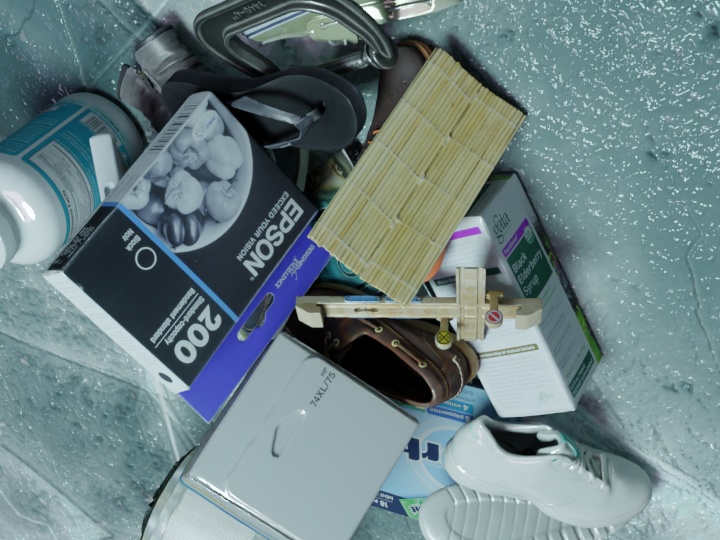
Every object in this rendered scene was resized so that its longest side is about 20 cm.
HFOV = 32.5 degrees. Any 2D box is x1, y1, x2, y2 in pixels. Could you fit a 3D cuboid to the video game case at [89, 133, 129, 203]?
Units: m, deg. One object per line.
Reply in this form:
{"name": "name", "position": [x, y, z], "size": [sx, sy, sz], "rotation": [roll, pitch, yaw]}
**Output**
{"name": "video game case", "position": [-0.201, -0.006, 1.124], "size": [0.023, 0.182, 0.200], "rotation": [-13, 165, -4]}

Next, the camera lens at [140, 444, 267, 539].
{"name": "camera lens", "position": [-0.129, 0.294, 1.357], "size": [0.200, 0.160, 0.160], "rotation": [25, 131, 12]}

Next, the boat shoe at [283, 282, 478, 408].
{"name": "boat shoe", "position": [0.003, 0.066, 1.092], "size": [0.200, 0.070, 0.070], "rotation": [17, 125, 33]}

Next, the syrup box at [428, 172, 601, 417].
{"name": "syrup box", "position": [0.127, 0.023, 1.072], "size": [0.081, 0.079, 0.200], "rotation": [-11, 116, 36]}

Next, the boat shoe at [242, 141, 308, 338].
{"name": "boat shoe", "position": [-0.091, -0.033, 1.110], "size": [0.075, 0.062, 0.200], "rotation": [20, 106, 36]}

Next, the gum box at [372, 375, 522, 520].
{"name": "gum box", "position": [0.075, 0.169, 1.230], "size": [0.170, 0.045, 0.200], "rotation": [12, 127, 23]}

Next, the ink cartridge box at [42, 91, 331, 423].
{"name": "ink cartridge box", "position": [-0.124, -0.007, 1.016], "size": [0.043, 0.198, 0.200], "rotation": [3, 142, 53]}

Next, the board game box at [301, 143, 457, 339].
{"name": "board game box", "position": [0.000, 0.000, 1.131], "size": [0.135, 0.028, 0.200], "rotation": [-33, 89, 41]}

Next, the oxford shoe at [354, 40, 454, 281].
{"name": "oxford shoe", "position": [0.031, -0.091, 0.997], "size": [0.071, 0.073, 0.200], "rotation": [-6, 82, 41]}

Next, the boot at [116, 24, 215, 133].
{"name": "boot", "position": [-0.176, -0.126, 1.158], "size": [0.132, 0.070, 0.200], "rotation": [41, 127, 7]}

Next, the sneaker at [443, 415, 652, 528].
{"name": "sneaker", "position": [0.181, 0.175, 1.115], "size": [0.200, 0.075, 0.089], "rotation": [13, 140, -11]}

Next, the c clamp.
{"name": "c clamp", "position": [-0.043, -0.175, 0.995], "size": [0.171, 0.027, 0.200], "rotation": [30, 157, -28]}

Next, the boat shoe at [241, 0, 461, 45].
{"name": "boat shoe", "position": [-0.012, -0.212, 0.987], "size": [0.200, 0.072, 0.062], "rotation": [-13, 109, 33]}

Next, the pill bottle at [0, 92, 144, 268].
{"name": "pill bottle", "position": [-0.299, -0.079, 1.159], "size": [0.111, 0.200, 0.111], "rotation": [16, 128, 21]}

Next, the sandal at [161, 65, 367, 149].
{"name": "sandal", "position": [-0.082, -0.126, 1.021], "size": [0.200, 0.043, 0.076], "rotation": [4, 136, 32]}

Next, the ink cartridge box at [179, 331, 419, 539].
{"name": "ink cartridge box", "position": [-0.062, 0.164, 1.115], "size": [0.146, 0.147, 0.200], "rotation": [33, 166, -3]}

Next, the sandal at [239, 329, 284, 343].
{"name": "sandal", "position": [-0.117, 0.014, 1.198], "size": [0.201, 0.080, 0.057], "rotation": [41, 175, -30]}

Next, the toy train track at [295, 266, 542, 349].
{"name": "toy train track", "position": [0.047, 0.040, 1.004], "size": [0.200, 0.033, 0.115], "rotation": [1, 148, 6]}

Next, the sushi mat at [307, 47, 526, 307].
{"name": "sushi mat", "position": [0.047, -0.075, 0.969], "size": [0.096, 0.200, 0.012], "rotation": [38, 160, -14]}

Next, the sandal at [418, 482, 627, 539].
{"name": "sandal", "position": [0.156, 0.239, 1.180], "size": [0.203, 0.082, 0.050], "rotation": [-3, 167, -3]}
